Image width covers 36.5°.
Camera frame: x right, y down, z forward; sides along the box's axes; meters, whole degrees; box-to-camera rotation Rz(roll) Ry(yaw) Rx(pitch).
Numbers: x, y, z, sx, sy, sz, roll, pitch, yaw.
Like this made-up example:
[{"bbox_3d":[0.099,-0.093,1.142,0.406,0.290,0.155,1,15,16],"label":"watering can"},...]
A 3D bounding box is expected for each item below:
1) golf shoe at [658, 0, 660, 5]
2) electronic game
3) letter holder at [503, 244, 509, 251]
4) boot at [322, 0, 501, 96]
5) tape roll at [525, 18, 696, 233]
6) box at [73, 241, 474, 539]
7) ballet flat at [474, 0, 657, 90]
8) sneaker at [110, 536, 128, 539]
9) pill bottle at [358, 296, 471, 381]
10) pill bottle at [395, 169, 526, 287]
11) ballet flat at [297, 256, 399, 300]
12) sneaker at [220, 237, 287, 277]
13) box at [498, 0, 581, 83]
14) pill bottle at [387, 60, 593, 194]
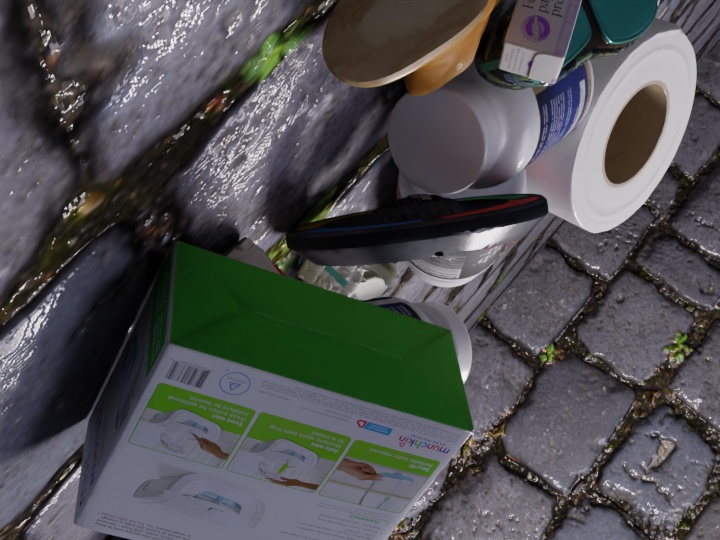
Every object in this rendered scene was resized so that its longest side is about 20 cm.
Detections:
[{"bbox_3d":[0.242,-0.242,1.117,0.078,0.094,0.200,-48,171,-24],"label":"golf shoe"},{"bbox_3d":[0.042,-0.037,0.825,0.200,0.199,0.042,-23,107,-68],"label":"electronic game"},{"bbox_3d":[0.168,-0.131,1.173,0.142,0.100,0.200,-50,170,-13],"label":"letter holder"},{"bbox_3d":[0.042,-0.145,0.671,0.201,0.071,0.144,-50,170,-25],"label":"boot"},{"bbox_3d":[0.233,-0.141,1.031,0.202,0.071,0.204,-29,135,-34],"label":"tape roll"},{"bbox_3d":[-0.059,0.102,0.703,0.177,0.199,0.097,-58,-156,34],"label":"box"},{"bbox_3d":[0.149,-0.180,0.805,0.200,0.074,0.074,-28,157,-45],"label":"ballet flat"},{"bbox_3d":[-0.151,0.267,1.040,0.199,0.076,0.084,-9,174,23],"label":"sneaker"},{"bbox_3d":[0.002,0.084,1.000,0.199,0.116,0.116,-6,140,-42],"label":"pill bottle"},{"bbox_3d":[0.090,-0.056,1.051,0.116,0.116,0.200,-48,169,-12],"label":"pill bottle"},{"bbox_3d":[0.000,0.000,1.004,0.072,0.072,0.200,-53,169,15],"label":"ballet flat"},{"bbox_3d":[-0.097,0.069,0.781,0.077,0.085,0.200,-39,164,-44],"label":"sneaker"},{"bbox_3d":[0.134,-0.218,0.692,0.041,0.038,0.201,84,23,-74],"label":"box"},{"bbox_3d":[0.103,-0.130,0.867,0.200,0.111,0.111,-37,163,-52],"label":"pill bottle"}]
